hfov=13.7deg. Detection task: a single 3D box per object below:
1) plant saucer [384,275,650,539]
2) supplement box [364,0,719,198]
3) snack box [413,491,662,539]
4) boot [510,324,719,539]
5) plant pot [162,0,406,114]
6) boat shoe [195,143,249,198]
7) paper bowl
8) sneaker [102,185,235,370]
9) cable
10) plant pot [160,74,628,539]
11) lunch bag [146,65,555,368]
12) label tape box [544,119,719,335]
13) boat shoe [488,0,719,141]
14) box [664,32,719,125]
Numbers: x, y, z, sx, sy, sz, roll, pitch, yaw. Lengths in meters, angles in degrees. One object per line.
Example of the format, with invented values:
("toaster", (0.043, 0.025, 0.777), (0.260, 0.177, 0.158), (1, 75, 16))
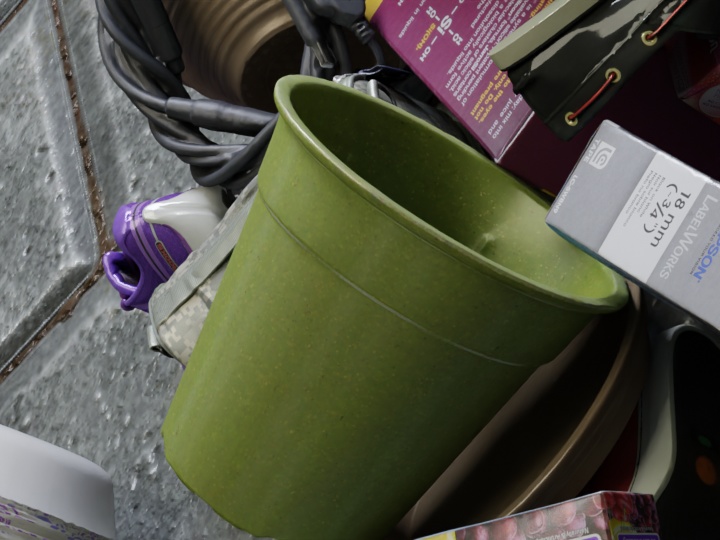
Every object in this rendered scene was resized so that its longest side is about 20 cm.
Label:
("plant saucer", (0.076, 0.080, 1.502), (0.200, 0.029, 0.200), (-45, 18, 19))
("supplement box", (0.108, -0.114, 1.604), (0.103, 0.131, 0.200), (-55, 33, 12))
("snack box", (0.053, 0.192, 1.382), (0.200, 0.053, 0.142), (-18, 76, 33))
("boot", (0.116, 0.137, 1.478), (0.144, 0.072, 0.200), (-32, 36, 39))
("plant pot", (-0.033, -0.151, 1.765), (0.201, 0.201, 0.093), (-42, 49, 29))
("boat shoe", (-0.035, -0.033, 1.805), (0.200, 0.070, 0.066), (1, 67, 46))
("paper bowl", (-0.230, 0.147, 1.817), (0.201, 0.201, 0.104), (9, 76, 55))
("sneaker", (-0.108, 0.006, 1.784), (0.083, 0.200, 0.081), (-2, 61, 3))
("cable", (-0.079, -0.145, 1.685), (0.200, 0.051, 0.163), (52, 124, 15))
("plant pot", (-0.001, 0.037, 1.475), (0.190, 0.200, 0.200), (-59, 33, 16))
("lunch bag", (0.000, 0.000, 1.636), (0.200, 0.168, 0.139), (-47, 37, 23))
("label tape box", (0.196, 0.014, 1.384), (0.063, 0.144, 0.200), (-58, 34, 3))
("boat shoe", (0.158, -0.141, 1.441), (0.201, 0.063, 0.074), (-38, 5, 13))
("box", (0.209, -0.162, 1.525), (0.095, 0.100, 0.200), (-38, 40, 31))
